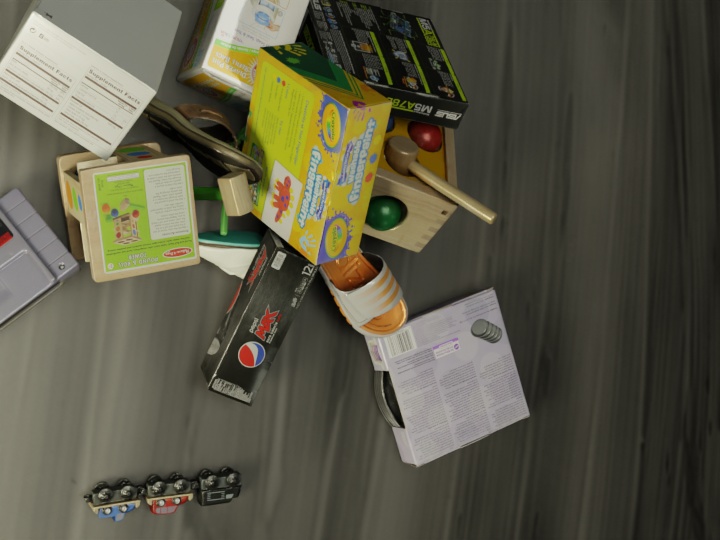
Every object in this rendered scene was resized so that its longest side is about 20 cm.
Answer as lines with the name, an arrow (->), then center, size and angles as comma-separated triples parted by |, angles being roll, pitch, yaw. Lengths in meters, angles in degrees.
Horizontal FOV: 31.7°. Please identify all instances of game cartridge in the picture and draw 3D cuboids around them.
game cartridge -> -0.435, 0.009, 1.440 | 0.199, 0.038, 0.130 | -39, 81, -17

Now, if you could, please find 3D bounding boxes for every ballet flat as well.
ballet flat -> -0.119, -0.019, 1.596 | 0.197, 0.069, 0.071 | -7, 91, -24

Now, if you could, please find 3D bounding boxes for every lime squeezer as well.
lime squeezer -> -0.140, -0.136, 1.596 | 0.071, 0.037, 0.201 | 53, 57, -28

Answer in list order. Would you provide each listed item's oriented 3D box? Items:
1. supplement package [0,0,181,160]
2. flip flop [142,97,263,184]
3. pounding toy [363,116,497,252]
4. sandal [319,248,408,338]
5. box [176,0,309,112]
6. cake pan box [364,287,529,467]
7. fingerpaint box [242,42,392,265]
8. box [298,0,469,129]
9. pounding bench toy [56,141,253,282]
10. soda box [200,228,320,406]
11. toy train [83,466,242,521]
supplement package -> -0.305, -0.252, 1.432 | 0.155, 0.201, 0.111 | 32, 122, -20
flip flop -> -0.191, -0.170, 1.514 | 0.199, 0.081, 0.058 | 35, 76, 25
pounding toy -> 0.052, -0.124, 1.579 | 0.182, 0.142, 0.202 | 19, 47, -22
sandal -> -0.006, 0.006, 1.589 | 0.079, 0.059, 0.207 | -47, 113, -19
box -> -0.136, -0.310, 1.564 | 0.100, 0.112, 0.203 | 22, 81, -23
cake pan box -> 0.115, 0.142, 1.698 | 0.198, 0.052, 0.187 | -21, 95, -23
fingerpaint box -> -0.059, -0.138, 1.483 | 0.073, 0.166, 0.203 | -16, 130, -40
box -> 0.023, -0.268, 1.602 | 0.190, 0.202, 0.048 | 10, 129, -25
pounding bench toy -> -0.239, -0.080, 1.485 | 0.197, 0.156, 0.126 | -11, 106, -22
soda box -> -0.124, 0.057, 1.547 | 0.063, 0.071, 0.202 | 23, 103, -22
toy train -> -0.239, 0.275, 1.550 | 0.197, 0.034, 0.047 | -3, 102, -24
